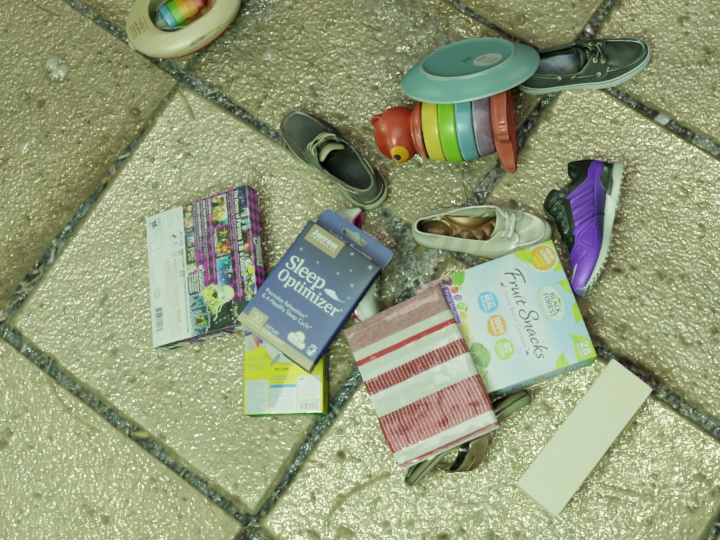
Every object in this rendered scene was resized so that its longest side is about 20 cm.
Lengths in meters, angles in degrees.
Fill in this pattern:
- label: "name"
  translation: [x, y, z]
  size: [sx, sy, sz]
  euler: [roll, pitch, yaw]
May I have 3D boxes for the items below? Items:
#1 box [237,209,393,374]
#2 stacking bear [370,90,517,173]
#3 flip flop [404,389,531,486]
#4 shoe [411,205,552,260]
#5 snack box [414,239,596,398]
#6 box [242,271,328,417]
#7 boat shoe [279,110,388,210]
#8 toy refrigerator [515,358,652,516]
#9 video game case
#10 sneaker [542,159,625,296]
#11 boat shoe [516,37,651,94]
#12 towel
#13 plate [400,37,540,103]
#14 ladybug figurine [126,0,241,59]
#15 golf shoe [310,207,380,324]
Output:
- label: "box"
  translation: [-0.057, 0.020, 1.196]
  size: [0.120, 0.032, 0.201]
  euler: [33, 77, 12]
- label: "stacking bear"
  translation: [0.115, -0.200, 1.272]
  size: [0.197, 0.122, 0.115]
  euler: [-5, 60, 16]
- label: "flip flop"
  translation: [0.145, 0.226, 1.176]
  size: [0.199, 0.081, 0.058]
  euler: [-32, 87, -6]
- label: "shoe"
  translation: [0.167, -0.054, 1.250]
  size: [0.197, 0.053, 0.071]
  euler: [1, 76, 9]
- label: "snack box"
  translation: [0.191, 0.074, 1.207]
  size: [0.198, 0.068, 0.170]
  euler: [-19, 73, 1]
- label: "box"
  translation: [-0.103, 0.100, 1.255]
  size: [0.116, 0.048, 0.203]
  euler: [-2, 77, 9]
- label: "boat shoe"
  translation: [-0.039, -0.171, 1.302]
  size: [0.199, 0.073, 0.075]
  euler: [39, 84, 16]
- label: "toy refrigerator"
  translation: [0.286, 0.217, 1.151]
  size: [0.070, 0.076, 0.201]
  euler: [37, 83, 16]
- label: "video game case"
  translation: [-0.220, -0.002, 1.278]
  size: [0.179, 0.036, 0.203]
  euler: [-16, 71, 22]
- label: "sneaker"
  translation: [0.294, -0.063, 1.228]
  size: [0.098, 0.070, 0.202]
  euler: [14, 69, 10]
- label: "boat shoe"
  translation: [0.319, -0.297, 1.290]
  size: [0.197, 0.057, 0.070]
  euler: [-12, 74, 5]
- label: "towel"
  translation: [0.077, 0.137, 1.159]
  size: [0.143, 0.023, 0.202]
  euler: [-25, 69, 5]
- label: "plate"
  translation: [0.152, -0.290, 1.266]
  size: [0.198, 0.026, 0.201]
  euler: [-11, 32, 7]
- label: "ladybug figurine"
  translation: [-0.270, -0.395, 1.396]
  size: [0.198, 0.072, 0.137]
  euler: [-28, 74, 0]
- label: "golf shoe"
  translation: [0.000, 0.000, 1.253]
  size: [0.091, 0.075, 0.202]
  euler: [-26, 74, -2]
